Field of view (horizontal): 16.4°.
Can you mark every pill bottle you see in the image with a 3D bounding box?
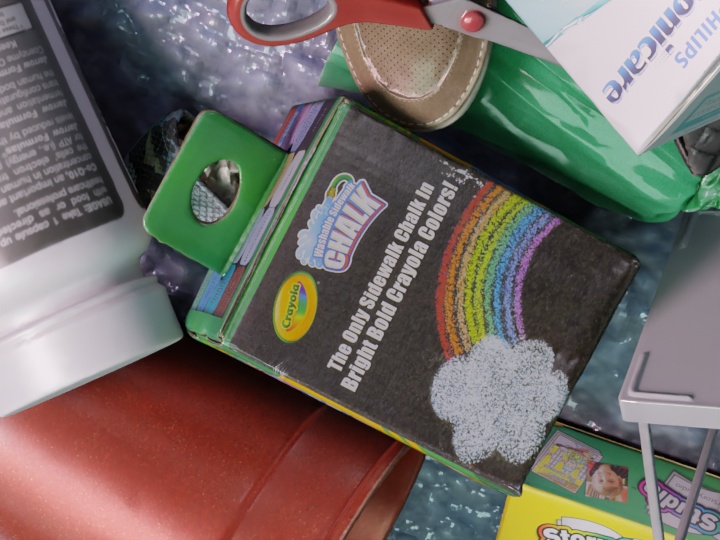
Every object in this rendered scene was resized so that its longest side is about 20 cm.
[{"bbox_3d":[-0.169,-0.039,1.178,0.114,0.114,0.200,-25,89,36],"label":"pill bottle"}]

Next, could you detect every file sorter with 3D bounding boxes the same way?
[{"bbox_3d":[0.236,0.065,1.122,0.200,0.139,0.125,3,130,21],"label":"file sorter"}]

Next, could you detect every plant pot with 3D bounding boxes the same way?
[{"bbox_3d":[-0.097,0.121,1.283,0.195,0.201,0.201,29,133,9],"label":"plant pot"}]

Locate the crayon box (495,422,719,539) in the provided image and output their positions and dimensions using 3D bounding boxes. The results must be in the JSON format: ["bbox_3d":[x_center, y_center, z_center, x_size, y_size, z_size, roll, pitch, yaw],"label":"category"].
[{"bbox_3d":[0.164,0.183,1.301,0.200,0.058,0.173,18,131,8],"label":"crayon box"}]

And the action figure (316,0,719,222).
[{"bbox_3d":[0.092,-0.080,1.120,0.200,0.055,0.118,32,131,1],"label":"action figure"}]

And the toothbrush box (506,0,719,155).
[{"bbox_3d":[0.106,-0.159,0.942,0.200,0.146,0.085,50,134,15],"label":"toothbrush box"}]

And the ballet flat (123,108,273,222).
[{"bbox_3d":[-0.023,-0.016,1.217,0.200,0.074,0.074,27,133,-4],"label":"ballet flat"}]

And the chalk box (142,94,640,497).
[{"bbox_3d":[0.000,0.000,1.130,0.200,0.125,0.124,29,176,-10],"label":"chalk box"}]

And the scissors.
[{"bbox_3d":[0.038,-0.113,1.036,0.200,0.014,0.073,8,125,-15],"label":"scissors"}]

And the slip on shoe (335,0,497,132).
[{"bbox_3d":[0.020,-0.152,1.051,0.076,0.061,0.200,11,112,15],"label":"slip on shoe"}]

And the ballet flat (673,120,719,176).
[{"bbox_3d":[0.098,-0.108,1.026,0.200,0.066,0.057,36,94,-24],"label":"ballet flat"}]
